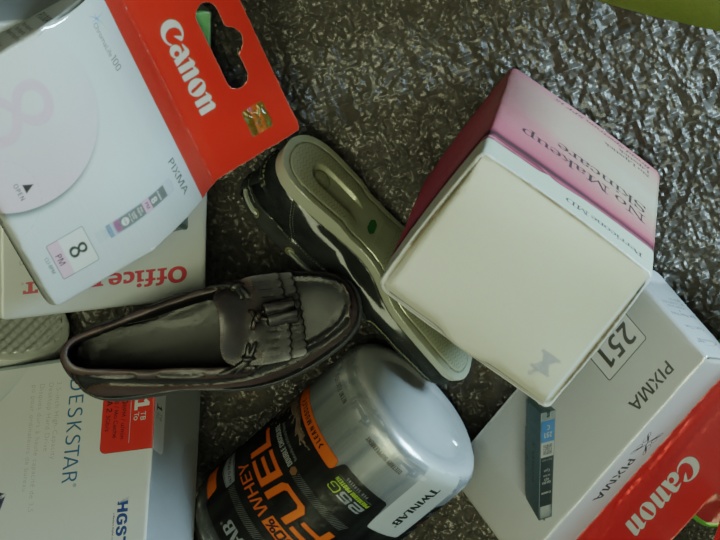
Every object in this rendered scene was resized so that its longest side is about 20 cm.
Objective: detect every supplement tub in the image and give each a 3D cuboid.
[{"bbox_3d":[-0.029,0.154,1.323,0.123,0.123,0.200,45,111,-7],"label":"supplement tub"}]

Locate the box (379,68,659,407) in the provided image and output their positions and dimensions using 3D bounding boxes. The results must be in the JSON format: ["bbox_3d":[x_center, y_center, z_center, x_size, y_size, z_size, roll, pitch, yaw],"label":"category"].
[{"bbox_3d":[0.105,-0.027,1.196,0.128,0.200,0.109,35,112,-5],"label":"box"}]

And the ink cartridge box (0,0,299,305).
[{"bbox_3d":[-0.145,-0.096,1.188,0.200,0.057,0.163,-30,119,-7],"label":"ink cartridge box"}]

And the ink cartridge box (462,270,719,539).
[{"bbox_3d":[0.174,0.127,1.272,0.200,0.045,0.176,-52,56,21],"label":"ink cartridge box"}]

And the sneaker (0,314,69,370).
[{"bbox_3d":[-0.307,0.045,1.372,0.199,0.074,0.082,7,151,-3],"label":"sneaker"}]

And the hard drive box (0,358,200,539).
[{"bbox_3d":[-0.217,0.146,1.324,0.199,0.156,0.077,-9,152,17],"label":"hard drive box"}]

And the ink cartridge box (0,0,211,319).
[{"bbox_3d":[-0.178,-0.079,1.257,0.145,0.088,0.201,-5,114,-23],"label":"ink cartridge box"}]

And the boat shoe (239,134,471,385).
[{"bbox_3d":[0.000,0.000,1.301,0.068,0.072,0.200,-34,103,37],"label":"boat shoe"}]

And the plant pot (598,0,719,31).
[{"bbox_3d":[0.139,-0.241,1.143,0.199,0.187,0.188,8,111,23],"label":"plant pot"}]

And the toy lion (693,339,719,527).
[{"bbox_3d":[0.310,0.116,1.290,0.200,0.069,0.192,-38,90,16],"label":"toy lion"}]

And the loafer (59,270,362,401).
[{"bbox_3d":[-0.098,0.044,1.247,0.199,0.063,0.072,-14,78,8],"label":"loafer"}]
